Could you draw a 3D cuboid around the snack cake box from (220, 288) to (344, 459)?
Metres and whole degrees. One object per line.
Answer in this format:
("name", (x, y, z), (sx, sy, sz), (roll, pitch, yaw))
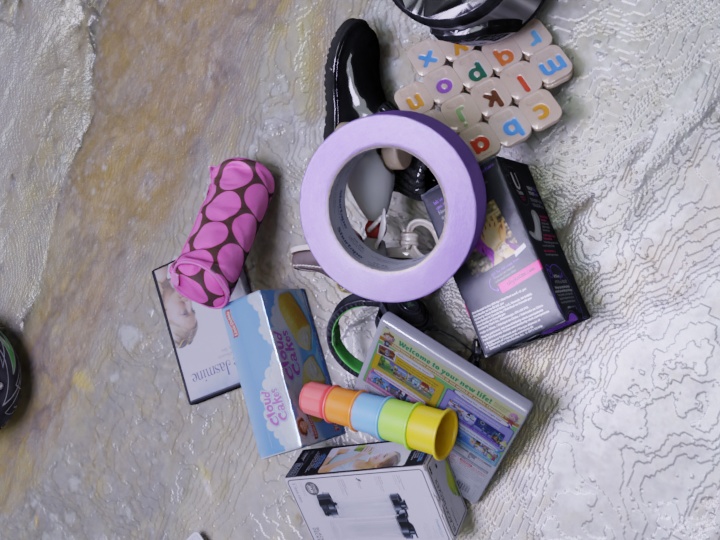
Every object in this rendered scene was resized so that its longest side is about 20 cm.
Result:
("snack cake box", (-0.099, 0.129, 1.321), (0.067, 0.115, 0.203), (-20, 82, 24))

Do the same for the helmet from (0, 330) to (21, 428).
("helmet", (-0.600, 0.159, 1.524), (0.199, 0.189, 0.202), (-38, 37, 36))

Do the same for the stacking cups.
("stacking cups", (0.018, 0.168, 1.222), (0.198, 0.060, 0.061), (14, 96, 33))

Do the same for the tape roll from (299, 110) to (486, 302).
("tape roll", (0.036, -0.071, 1.123), (0.197, 0.066, 0.203), (4, 103, 15))

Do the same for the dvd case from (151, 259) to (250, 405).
("dvd case", (-0.207, 0.070, 1.428), (0.141, 0.017, 0.203), (-22, 81, 23))

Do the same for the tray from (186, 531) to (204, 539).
("tray", (-0.197, 0.469, 1.418), (0.107, 0.022, 0.201), (-46, 72, 19))

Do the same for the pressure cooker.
("pressure cooker", (0.130, -0.350, 1.165), (0.179, 0.199, 0.176), (-46, 76, 20))

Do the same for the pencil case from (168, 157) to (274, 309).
("pencil case", (-0.181, -0.051, 1.328), (0.093, 0.202, 0.091), (20, 142, -5))

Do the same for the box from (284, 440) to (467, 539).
("box", (0.019, 0.275, 1.263), (0.198, 0.060, 0.118), (-12, 112, 30))

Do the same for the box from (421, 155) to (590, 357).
("box", (0.168, -0.016, 1.187), (0.105, 0.122, 0.202), (-25, 79, 24))

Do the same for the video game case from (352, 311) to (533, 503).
("video game case", (0.086, 0.166, 1.221), (0.199, 0.022, 0.183), (32, 132, 13))

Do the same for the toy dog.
("toy dog", (0.004, -0.083, 1.205), (0.131, 0.096, 0.203), (-19, 84, 33))

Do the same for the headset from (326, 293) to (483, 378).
("headset", (0.052, 0.092, 1.240), (0.197, 0.094, 0.125), (2, 122, 14))

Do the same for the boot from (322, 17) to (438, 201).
("boot", (0.038, -0.200, 1.274), (0.156, 0.079, 0.214), (11, 104, 32))

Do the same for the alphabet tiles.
("alphabet tiles", (0.143, -0.218, 1.208), (0.198, 0.015, 0.197), (-28, 58, 0))

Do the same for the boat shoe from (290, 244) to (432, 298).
("boat shoe", (0.000, 0.000, 1.300), (0.197, 0.072, 0.060), (3, 88, 20))
